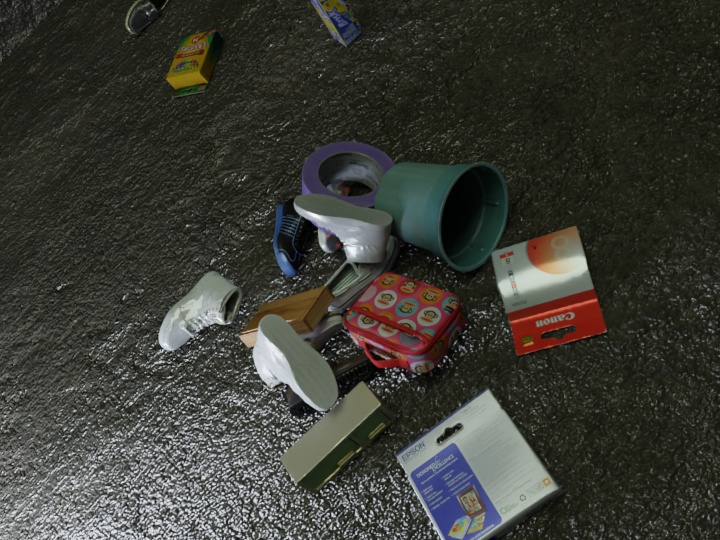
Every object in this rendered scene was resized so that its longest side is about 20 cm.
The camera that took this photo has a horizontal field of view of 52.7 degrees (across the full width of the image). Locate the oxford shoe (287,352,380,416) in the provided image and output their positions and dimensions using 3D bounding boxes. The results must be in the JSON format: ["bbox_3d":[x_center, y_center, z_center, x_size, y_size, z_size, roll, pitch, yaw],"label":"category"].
[{"bbox_3d":[-0.055,0.192,1.363,0.199,0.073,0.085,-26,50,12],"label":"oxford shoe"}]

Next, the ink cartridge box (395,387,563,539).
[{"bbox_3d":[0.185,0.326,1.167,0.197,0.047,0.200,-37,49,5],"label":"ink cartridge box"}]

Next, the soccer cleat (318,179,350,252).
[{"bbox_3d":[-0.069,-0.115,1.573,0.077,0.069,0.201,-14,48,26],"label":"soccer cleat"}]

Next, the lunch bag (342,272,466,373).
[{"bbox_3d":[0.072,0.101,1.322,0.199,0.082,0.176,19,56,37],"label":"lunch bag"}]

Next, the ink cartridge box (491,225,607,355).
[{"bbox_3d":[0.324,0.033,1.272,0.161,0.050,0.201,-18,51,18],"label":"ink cartridge box"}]

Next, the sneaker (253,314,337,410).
[{"bbox_3d":[-0.120,0.185,1.313,0.073,0.116,0.200,-26,67,-34],"label":"sneaker"}]

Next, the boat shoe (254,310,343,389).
[{"bbox_3d":[-0.108,0.156,1.420,0.200,0.075,0.069,-36,63,6],"label":"boat shoe"}]

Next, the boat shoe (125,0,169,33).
[{"bbox_3d":[-0.687,-0.855,2.370,0.066,0.072,0.201,14,64,40],"label":"boat shoe"}]

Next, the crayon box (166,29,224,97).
[{"bbox_3d":[-0.483,-0.600,2.111,0.126,0.051,0.201,-4,60,26],"label":"crayon box"}]

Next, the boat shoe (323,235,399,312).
[{"bbox_3d":[0.000,0.000,1.457,0.073,0.067,0.200,33,79,38],"label":"boat shoe"}]

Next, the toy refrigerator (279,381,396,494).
[{"bbox_3d":[-0.037,0.298,1.283,0.200,0.076,0.070,-43,50,-3],"label":"toy refrigerator"}]

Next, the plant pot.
[{"bbox_3d":[0.144,-0.120,1.386,0.196,0.200,0.201,21,72,44],"label":"plant pot"}]

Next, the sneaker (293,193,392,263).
[{"bbox_3d":[-0.039,-0.073,1.406,0.199,0.116,0.074,18,42,16],"label":"sneaker"}]

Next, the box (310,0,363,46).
[{"bbox_3d":[-0.073,-0.664,1.831,0.064,0.200,0.070,-43,51,-2],"label":"box"}]

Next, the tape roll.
[{"bbox_3d":[-0.023,-0.171,1.514,0.199,0.085,0.201,2,51,-3],"label":"tape roll"}]

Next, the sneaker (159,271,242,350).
[{"bbox_3d":[-0.340,0.100,1.565,0.115,0.074,0.200,25,73,40],"label":"sneaker"}]

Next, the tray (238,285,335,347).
[{"bbox_3d":[-0.148,0.091,1.438,0.199,0.037,0.099,-18,29,43],"label":"tray"}]

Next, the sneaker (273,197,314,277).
[{"bbox_3d":[-0.140,-0.082,1.583,0.078,0.070,0.201,-23,51,22],"label":"sneaker"}]
